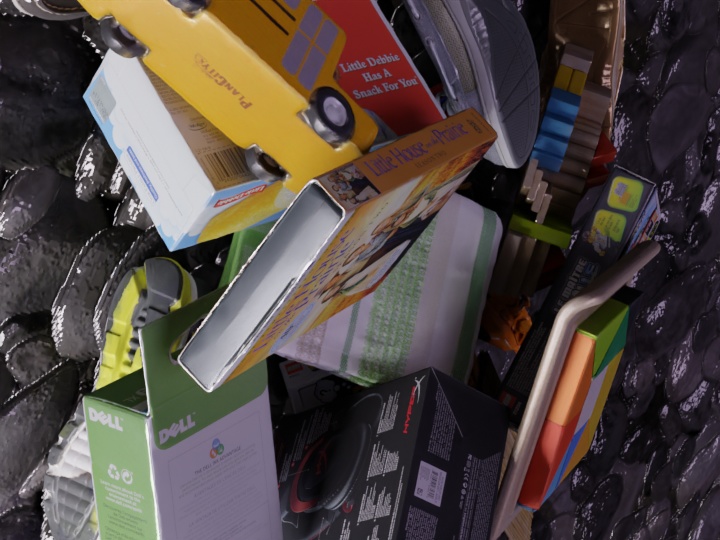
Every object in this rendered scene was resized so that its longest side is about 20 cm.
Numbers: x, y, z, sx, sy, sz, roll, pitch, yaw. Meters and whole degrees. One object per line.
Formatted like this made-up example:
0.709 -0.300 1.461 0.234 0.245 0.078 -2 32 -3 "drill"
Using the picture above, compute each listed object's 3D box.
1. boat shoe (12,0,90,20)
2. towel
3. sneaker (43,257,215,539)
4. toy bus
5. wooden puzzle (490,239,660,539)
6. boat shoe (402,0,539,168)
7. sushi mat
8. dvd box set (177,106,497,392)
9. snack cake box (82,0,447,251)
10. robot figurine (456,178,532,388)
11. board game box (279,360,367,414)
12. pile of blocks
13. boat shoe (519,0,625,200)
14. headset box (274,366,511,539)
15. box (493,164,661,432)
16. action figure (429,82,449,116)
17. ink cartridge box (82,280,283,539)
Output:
-0.109 -0.195 0.902 0.199 0.057 0.067 -32 129 -34 "boat shoe"
0.000 0.000 1.044 0.199 0.031 0.151 21 76 -30 "towel"
-0.133 0.096 1.001 0.084 0.074 0.202 20 93 -50 "sneaker"
-0.075 -0.132 0.848 0.200 0.065 0.079 41 46 -23 "toy bus"
0.147 0.085 1.073 0.185 0.037 0.202 -28 142 -63 "wooden puzzle"
0.068 -0.162 1.072 0.075 0.064 0.203 -54 128 -41 "boat shoe"
0.112 0.150 1.227 0.200 0.012 0.096 60 37 -54 "sushi mat"
-0.008 -0.016 0.898 0.147 0.029 0.200 -52 169 30 "dvd box set"
-0.054 -0.098 0.956 0.199 0.116 0.067 -19 161 -41 "snack cake box"
0.074 0.019 1.201 0.145 0.058 0.201 -52 138 -20 "robot figurine"
0.023 0.132 1.177 0.125 0.035 0.201 -19 126 -5 "board game box"
0.150 -0.069 1.140 0.082 0.062 0.202 92 16 -81 "pile of blocks"
0.173 -0.146 1.222 0.069 0.073 0.202 -44 147 -60 "boat shoe"
-0.001 0.163 1.038 0.075 0.199 0.150 28 59 -27 "headset box"
0.161 0.029 1.160 0.201 0.035 0.110 -62 164 -4 "box"
0.052 -0.092 1.123 0.200 0.051 0.066 -49 128 -22 "action figure"
-0.106 0.105 0.938 0.103 0.059 0.202 -26 120 -46 "ink cartridge box"
